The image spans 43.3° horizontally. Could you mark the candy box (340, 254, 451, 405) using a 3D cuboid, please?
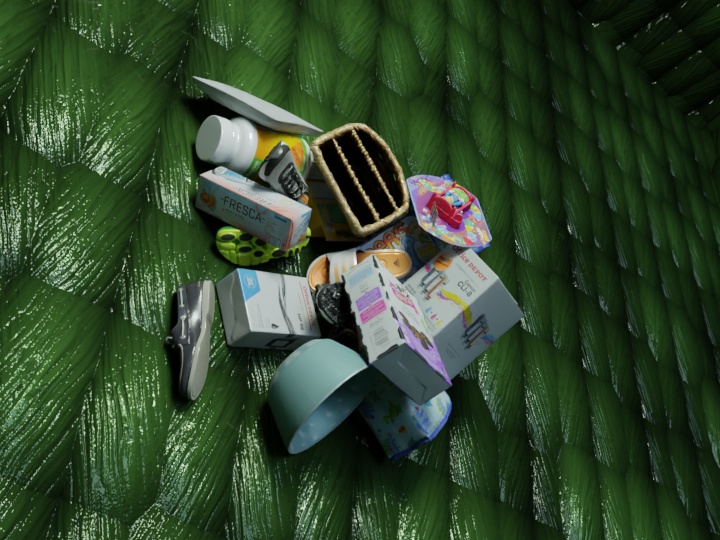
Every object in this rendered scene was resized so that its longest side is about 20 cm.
[{"bbox_3d":[0.059,0.099,1.520,0.168,0.071,0.201,44,19,-45],"label":"candy box"}]

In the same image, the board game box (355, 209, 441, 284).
[{"bbox_3d":[0.058,-0.007,1.749,0.136,0.199,0.034,56,-7,1],"label":"board game box"}]

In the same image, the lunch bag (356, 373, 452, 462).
[{"bbox_3d":[0.079,0.219,1.650,0.171,0.127,0.200,56,33,-1],"label":"lunch bag"}]

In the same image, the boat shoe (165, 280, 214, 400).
[{"bbox_3d":[-0.269,0.107,1.413,0.062,0.073,0.202,1,59,2],"label":"boat shoe"}]

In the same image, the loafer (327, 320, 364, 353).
[{"bbox_3d":[-0.024,0.139,1.631,0.073,0.071,0.201,44,40,-9],"label":"loafer"}]

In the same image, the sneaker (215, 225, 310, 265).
[{"bbox_3d":[-0.182,-0.061,1.621,0.198,0.075,0.084,-6,39,-45],"label":"sneaker"}]

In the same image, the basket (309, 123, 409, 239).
[{"bbox_3d":[0.009,-0.176,1.710,0.202,0.142,0.149,62,-2,2],"label":"basket"}]

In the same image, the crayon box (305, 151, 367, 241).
[{"bbox_3d":[-0.072,-0.136,1.800,0.125,0.051,0.202,1,63,-48],"label":"crayon box"}]

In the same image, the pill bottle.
[{"bbox_3d":[-0.197,-0.216,1.665,0.198,0.111,0.112,14,54,-43],"label":"pill bottle"}]

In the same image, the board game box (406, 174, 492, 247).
[{"bbox_3d":[0.174,-0.127,1.707,0.156,0.039,0.202,11,41,-21],"label":"board game box"}]

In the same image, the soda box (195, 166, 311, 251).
[{"bbox_3d":[-0.184,-0.107,1.555,0.198,0.064,0.068,26,30,19],"label":"soda box"}]

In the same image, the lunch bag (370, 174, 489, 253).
[{"bbox_3d":[0.140,-0.072,1.845,0.171,0.199,0.127,59,20,2],"label":"lunch bag"}]

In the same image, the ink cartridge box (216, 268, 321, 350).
[{"bbox_3d":[-0.142,0.070,1.558,0.198,0.066,0.117,8,58,-46],"label":"ink cartridge box"}]

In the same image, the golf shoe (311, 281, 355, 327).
[{"bbox_3d":[-0.053,0.059,1.593,0.200,0.093,0.079,20,75,-71],"label":"golf shoe"}]

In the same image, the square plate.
[{"bbox_3d":[-0.192,-0.301,1.700,0.197,0.029,0.200,29,12,20],"label":"square plate"}]

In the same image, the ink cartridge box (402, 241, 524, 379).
[{"bbox_3d":[0.173,0.072,1.694,0.146,0.200,0.145,50,2,44],"label":"ink cartridge box"}]

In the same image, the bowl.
[{"bbox_3d":[-0.074,0.189,1.471,0.105,0.202,0.200,44,33,17],"label":"bowl"}]

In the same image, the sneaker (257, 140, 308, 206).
[{"bbox_3d":[-0.126,-0.156,1.586,0.079,0.201,0.074,33,73,16],"label":"sneaker"}]

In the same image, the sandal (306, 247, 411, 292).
[{"bbox_3d":[-0.001,-0.008,1.692,0.204,0.059,0.080,-12,81,-8],"label":"sandal"}]
